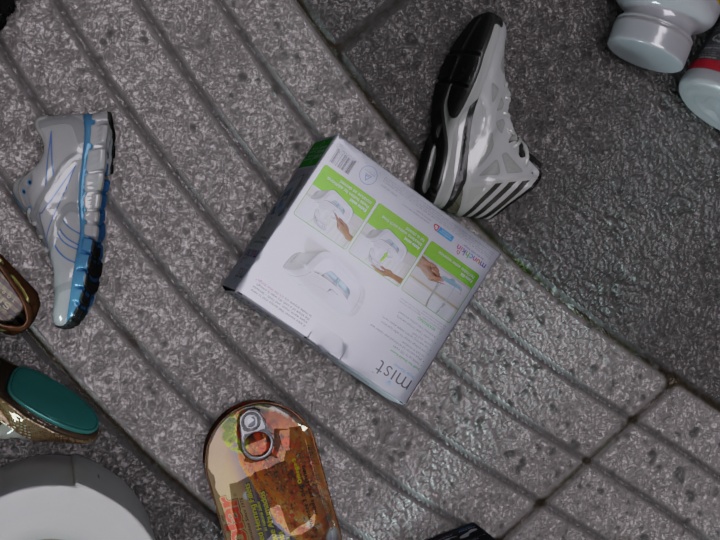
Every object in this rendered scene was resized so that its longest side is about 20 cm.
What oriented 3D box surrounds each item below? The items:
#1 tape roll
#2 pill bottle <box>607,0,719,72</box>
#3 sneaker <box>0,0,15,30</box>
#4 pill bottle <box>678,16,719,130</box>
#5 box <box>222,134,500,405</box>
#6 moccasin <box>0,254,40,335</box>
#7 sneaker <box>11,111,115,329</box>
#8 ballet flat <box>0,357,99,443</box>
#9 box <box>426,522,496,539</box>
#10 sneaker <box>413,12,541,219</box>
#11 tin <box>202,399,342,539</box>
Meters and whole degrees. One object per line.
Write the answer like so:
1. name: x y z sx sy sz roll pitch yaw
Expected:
1. tape roll: -0.277 0.276 1.074 0.201 0.139 0.205 0 92 -15
2. pill bottle: 0.323 -0.309 1.219 0.111 0.111 0.201 22 86 -14
3. sneaker: -0.352 -0.197 1.078 0.199 0.060 0.105 -28 98 -7
4. pill bottle: 0.426 -0.245 1.249 0.110 0.111 0.201 35 84 -13
5. box: 0.000 0.000 1.156 0.199 0.097 0.177 34 85 -14
6. moccasin: -0.373 -0.015 1.068 0.074 0.078 0.202 -43 102 -9
7. sneaker: -0.276 -0.048 1.104 0.086 0.075 0.202 5 86 -4
8. ballet flat: -0.335 0.113 1.100 0.199 0.071 0.065 35 110 -11
9. box: 0.100 0.375 1.188 0.131 0.115 0.202 -18 96 -13
10. sneaker: 0.133 -0.148 1.206 0.115 0.076 0.202 13 97 -23
11. tin: -0.088 0.224 1.174 0.111 0.042 0.202 -16 96 -17
